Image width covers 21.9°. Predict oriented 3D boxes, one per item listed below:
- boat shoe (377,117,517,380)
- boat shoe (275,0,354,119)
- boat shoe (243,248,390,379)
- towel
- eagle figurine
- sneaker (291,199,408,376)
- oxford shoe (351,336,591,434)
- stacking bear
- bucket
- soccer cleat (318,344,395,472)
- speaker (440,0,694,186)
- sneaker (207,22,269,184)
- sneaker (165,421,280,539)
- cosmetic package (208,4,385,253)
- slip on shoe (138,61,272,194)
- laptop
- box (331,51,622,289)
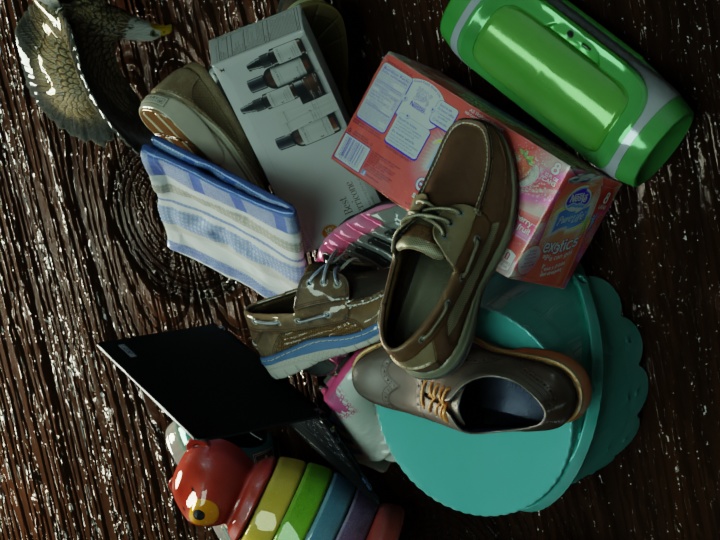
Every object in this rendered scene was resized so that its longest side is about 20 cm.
[{"bbox_3d":[0.062,-0.020,1.374,0.076,0.072,0.200,7,80,33],"label":"boat shoe"},{"bbox_3d":[-0.043,-0.148,1.587,0.065,0.073,0.200,-114,24,-53],"label":"boat shoe"},{"bbox_3d":[-0.019,0.025,1.499,0.200,0.072,0.072,-28,104,34],"label":"boat shoe"},{"bbox_3d":[-0.112,-0.036,1.571,0.147,0.024,0.200,26,160,11],"label":"towel"},{"bbox_3d":[-0.239,-0.198,1.659,0.151,0.152,0.200,7,103,9],"label":"eagle figurine"},{"bbox_3d":[0.000,0.000,1.578,0.079,0.095,0.200,40,128,0],"label":"sneaker"},{"bbox_3d":[0.071,0.087,1.411,0.200,0.073,0.071,1,104,32],"label":"oxford shoe"},{"bbox_3d":[-0.073,0.215,1.639,0.200,0.114,0.121,26,133,-2],"label":"stacking bear"},{"bbox_3d":[0.121,0.096,1.509,0.207,0.135,0.207,9,108,29],"label":"bucket"},{"bbox_3d":[0.013,0.118,1.581,0.086,0.070,0.200,39,163,10],"label":"soccer cleat"},{"bbox_3d":[0.159,-0.154,1.445,0.200,0.088,0.088,40,121,16],"label":"speaker"},{"bbox_3d":[-0.101,-0.119,1.632,0.090,0.066,0.200,30,119,15],"label":"sneaker"},{"bbox_3d":[-0.100,0.201,1.716,0.200,0.071,0.080,53,128,10],"label":"sneaker"},{"bbox_3d":[-0.049,-0.113,1.537,0.083,0.051,0.200,-20,125,8],"label":"cosmetic package"},{"bbox_3d":[-0.108,-0.090,1.570,0.076,0.061,0.200,6,143,50],"label":"slip on shoe"},{"bbox_3d":[-0.102,0.131,1.588,0.177,0.103,0.200,37,163,46],"label":"laptop"},{"bbox_3d":[0.091,-0.080,1.470,0.200,0.095,0.103,35,103,32],"label":"box"}]
